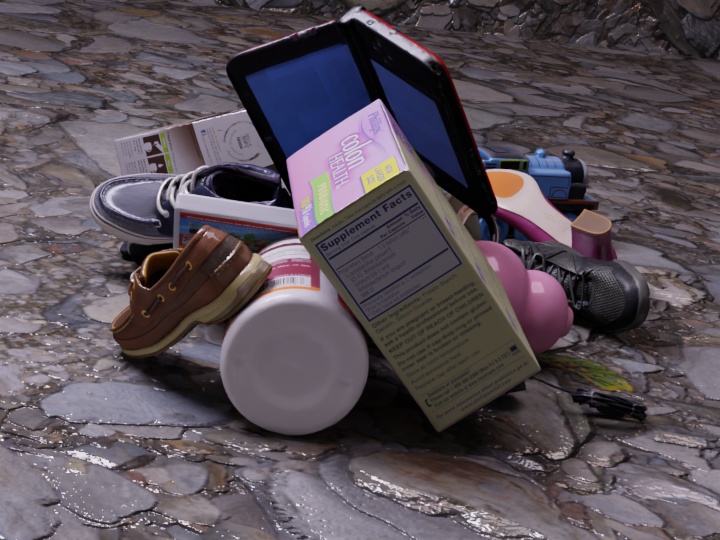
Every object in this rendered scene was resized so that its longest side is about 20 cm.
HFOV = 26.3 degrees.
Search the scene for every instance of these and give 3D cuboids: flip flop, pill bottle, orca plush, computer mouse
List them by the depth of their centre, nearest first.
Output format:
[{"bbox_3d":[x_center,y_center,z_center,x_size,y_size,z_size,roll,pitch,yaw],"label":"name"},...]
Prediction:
[{"bbox_3d":[-0.052,0.044,1.237,0.114,0.115,0.200,8,16,-3],"label":"pill bottle"},{"bbox_3d":[0.147,0.104,1.310,0.199,0.034,0.059,15,-2,1],"label":"computer mouse"},{"bbox_3d":[-0.181,-0.029,1.551,0.105,0.071,0.200,-37,8,1],"label":"orca plush"},{"bbox_3d":[0.119,-0.036,1.640,0.057,0.081,0.200,-30,13,13],"label":"flip flop"}]

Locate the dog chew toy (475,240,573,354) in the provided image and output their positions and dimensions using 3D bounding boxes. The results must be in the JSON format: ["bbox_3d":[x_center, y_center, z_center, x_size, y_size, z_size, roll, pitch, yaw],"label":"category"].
[{"bbox_3d":[0.097,0.024,1.397,0.199,0.125,0.125,15,15,-10],"label":"dog chew toy"}]

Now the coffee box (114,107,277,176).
[{"bbox_3d":[-0.155,-0.131,1.688,0.199,0.080,0.113,-12,7,7],"label":"coffee box"}]

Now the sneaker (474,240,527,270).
[{"bbox_3d":[0.114,0.003,1.499,0.200,0.073,0.077,39,8,22],"label":"sneaker"}]

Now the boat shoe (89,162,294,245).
[{"bbox_3d":[-0.156,-0.069,1.415,0.199,0.075,0.093,6,-27,4],"label":"boat shoe"}]

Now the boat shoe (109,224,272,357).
[{"bbox_3d":[-0.146,0.013,1.212,0.200,0.068,0.072,-26,22,51],"label":"boat shoe"}]

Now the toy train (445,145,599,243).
[{"bbox_3d":[0.191,-0.089,1.818,0.199,0.115,0.087,0,19,-29],"label":"toy train"}]

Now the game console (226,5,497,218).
[{"bbox_3d":[0.005,-0.113,1.317,0.119,0.200,0.172,-41,51,-12],"label":"game console"}]

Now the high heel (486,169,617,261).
[{"bbox_3d":[0.197,-0.044,1.700,0.199,0.096,0.067,22,49,31],"label":"high heel"}]

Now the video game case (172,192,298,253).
[{"bbox_3d":[-0.099,-0.018,1.395,0.142,0.018,0.200,8,-19,-5],"label":"video game case"}]

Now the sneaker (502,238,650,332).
[{"bbox_3d":[0.200,0.016,1.551,0.114,0.077,0.199,-2,17,-29],"label":"sneaker"}]

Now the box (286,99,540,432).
[{"bbox_3d":[0.038,-0.007,1.215,0.096,0.200,0.176,-31,23,8],"label":"box"}]
